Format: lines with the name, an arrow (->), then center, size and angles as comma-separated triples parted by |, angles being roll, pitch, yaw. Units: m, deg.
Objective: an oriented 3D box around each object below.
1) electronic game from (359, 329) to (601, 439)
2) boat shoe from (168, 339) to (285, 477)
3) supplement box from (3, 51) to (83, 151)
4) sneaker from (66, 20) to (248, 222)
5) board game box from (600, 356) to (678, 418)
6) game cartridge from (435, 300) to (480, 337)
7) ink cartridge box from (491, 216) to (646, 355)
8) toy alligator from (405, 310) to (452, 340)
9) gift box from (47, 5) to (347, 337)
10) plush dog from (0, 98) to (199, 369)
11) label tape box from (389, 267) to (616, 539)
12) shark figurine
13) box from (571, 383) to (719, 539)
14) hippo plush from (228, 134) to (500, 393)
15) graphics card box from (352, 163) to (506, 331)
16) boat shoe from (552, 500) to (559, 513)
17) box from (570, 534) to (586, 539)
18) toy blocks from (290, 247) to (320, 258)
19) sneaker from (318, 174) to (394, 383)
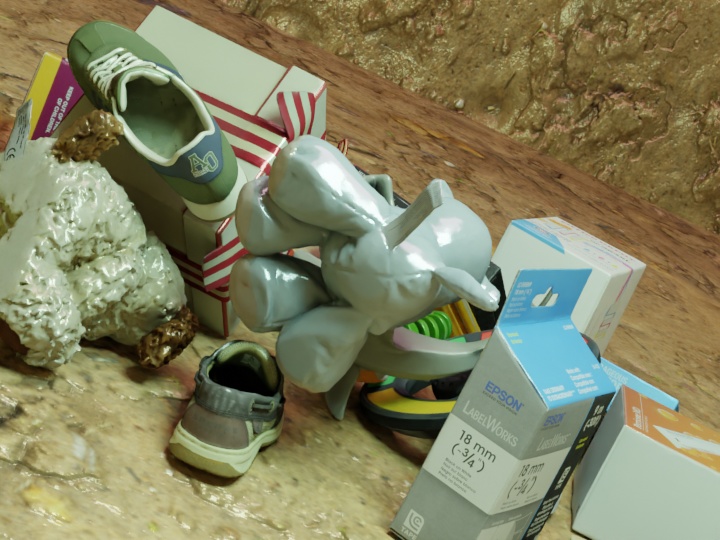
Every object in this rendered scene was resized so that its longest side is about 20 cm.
electronic game -> 0.096, 0.085, 1.228 | 0.197, 0.042, 0.200 | -13, 13, 3
boat shoe -> -0.081, 0.082, 1.053 | 0.071, 0.067, 0.201 | 25, 14, 1
supplement box -> -0.223, -0.120, 1.427 | 0.198, 0.104, 0.131 | 22, 2, -13
sneaker -> -0.153, -0.127, 1.087 | 0.200, 0.067, 0.090 | 49, -7, 25
board game box -> 0.220, 0.114, 1.410 | 0.152, 0.041, 0.200 | 30, -5, 16
game cartridge -> 0.024, -0.012, 1.495 | 0.199, 0.032, 0.177 | 33, -17, 35
ink cartridge box -> 0.222, 0.023, 1.695 | 0.128, 0.126, 0.200 | 30, 15, 18
toy alligator -> 0.028, 0.058, 1.322 | 0.054, 0.060, 0.199 | 2, 7, 35
gift box -> -0.127, -0.076, 1.207 | 0.185, 0.186, 0.201 | 27, -23, 12
plush dog -> -0.193, -0.012, 1.087 | 0.200, 0.161, 0.172 | 40, -6, 42
label tape box -> 0.115, 0.101, 1.051 | 0.063, 0.202, 0.144 | 32, 15, 24
shark figurine -> 0.043, 0.048, 1.165 | 0.211, 0.130, 0.090 | 5, -18, 4
box -> 0.279, 0.193, 1.233 | 0.198, 0.098, 0.124 | 26, 14, 3
hippo plush -> 0.016, -0.025, 1.056 | 0.160, 0.199, 0.161 | -22, 85, -56
graphics card box -> 0.061, -0.013, 1.560 | 0.199, 0.051, 0.126 | 36, -16, 23
boat shoe -> 0.144, 0.137, 1.253 | 0.073, 0.069, 0.199 | 26, 13, 4
box -> 0.212, 0.257, 1.035 | 0.162, 0.021, 0.200 | 27, 14, 3
toy blocks -> -0.062, 0.001, 1.364 | 0.199, 0.100, 0.137 | 26, 23, -40
sneaker -> 0.000, 0.000, 1.262 | 0.075, 0.093, 0.202 | 8, 45, -13
